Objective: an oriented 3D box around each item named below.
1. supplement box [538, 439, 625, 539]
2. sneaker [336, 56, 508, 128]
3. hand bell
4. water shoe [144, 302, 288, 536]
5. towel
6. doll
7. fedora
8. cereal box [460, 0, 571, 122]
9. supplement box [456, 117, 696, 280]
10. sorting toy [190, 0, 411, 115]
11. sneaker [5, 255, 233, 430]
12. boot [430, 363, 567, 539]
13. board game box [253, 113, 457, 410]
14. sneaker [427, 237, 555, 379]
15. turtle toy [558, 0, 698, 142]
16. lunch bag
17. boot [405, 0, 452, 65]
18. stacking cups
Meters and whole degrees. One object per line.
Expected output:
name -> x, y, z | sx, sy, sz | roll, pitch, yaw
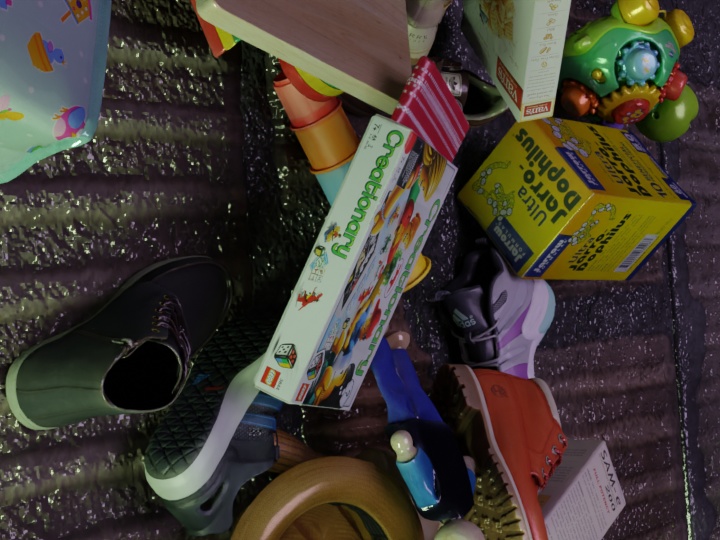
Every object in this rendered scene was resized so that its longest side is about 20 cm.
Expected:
supplement box -> 0.129, 0.232, 1.187 | 0.200, 0.125, 0.074 | -41, 116, -42
sneaker -> 0.051, -0.166, 1.170 | 0.199, 0.075, 0.071 | 6, 82, -49
hand bell -> -0.024, 0.155, 1.065 | 0.199, 0.104, 0.105 | 26, 67, -31
water shoe -> -0.089, 0.104, 0.985 | 0.200, 0.071, 0.080 | -54, 133, -43
towel -> 0.018, -0.050, 1.034 | 0.202, 0.022, 0.145 | -62, 160, -5
doll -> 0.050, 0.135, 1.034 | 0.136, 0.048, 0.201 | 35, 27, -54
fedora -> -0.041, 0.227, 1.009 | 0.199, 0.081, 0.203 | -7, 102, -39
cereal box -> 0.131, -0.246, 1.135 | 0.039, 0.145, 0.201 | -11, 136, -14
supplement box -> 0.207, -0.066, 1.287 | 0.199, 0.110, 0.109 | 0, 45, -50
sorting toy -> -0.058, -0.226, 1.017 | 0.199, 0.069, 0.201 | 21, 55, -42
sneaker -> -0.130, 0.049, 0.914 | 0.200, 0.105, 0.076 | -38, 114, -44
boot -> 0.133, 0.163, 1.114 | 0.106, 0.075, 0.202 | 6, 48, -23
board game box -> 0.000, 0.000, 0.965 | 0.202, 0.034, 0.126 | -66, 160, 1
sneaker -> 0.104, 0.066, 1.219 | 0.140, 0.077, 0.202 | 38, 50, -39
turtle toy -> 0.270, -0.192, 1.364 | 0.199, 0.145, 0.102 | 15, 55, -48
lunch bag -> -0.235, -0.181, 0.806 | 0.170, 0.121, 0.202 | 29, 57, -42
boot -> 0.067, -0.289, 1.123 | 0.072, 0.156, 0.202 | 20, 53, -11
stacking cups -> -0.013, -0.072, 1.106 | 0.061, 0.060, 0.201 | -50, 118, -39
